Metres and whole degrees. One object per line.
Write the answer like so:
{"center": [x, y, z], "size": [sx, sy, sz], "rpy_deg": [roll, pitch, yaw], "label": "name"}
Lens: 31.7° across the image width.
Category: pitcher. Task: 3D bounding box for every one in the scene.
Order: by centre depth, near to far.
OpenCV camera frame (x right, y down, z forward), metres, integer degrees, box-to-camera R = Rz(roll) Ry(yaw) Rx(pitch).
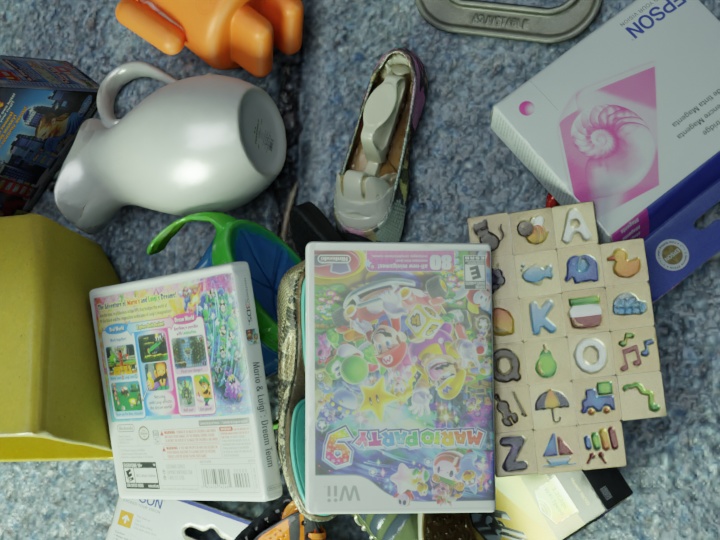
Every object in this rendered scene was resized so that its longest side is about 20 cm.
{"center": [-0.169, -0.128, 1.150], "size": [0.198, 0.121, 0.173], "rpy_deg": [-9, 65, 28], "label": "pitcher"}

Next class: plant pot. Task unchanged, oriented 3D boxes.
{"center": [-0.313, 0.061, 1.131], "size": [0.192, 0.195, 0.202], "rpy_deg": [-4, 76, 18], "label": "plant pot"}

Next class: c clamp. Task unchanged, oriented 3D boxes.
{"center": [0.125, -0.286, 1.110], "size": [0.199, 0.027, 0.172], "rpy_deg": [17, 89, 20], "label": "c clamp"}

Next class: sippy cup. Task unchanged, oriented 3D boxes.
{"center": [-0.113, 0.047, 1.100], "size": [0.130, 0.139, 0.179], "rpy_deg": [-37, 51, 21], "label": "sippy cup"}

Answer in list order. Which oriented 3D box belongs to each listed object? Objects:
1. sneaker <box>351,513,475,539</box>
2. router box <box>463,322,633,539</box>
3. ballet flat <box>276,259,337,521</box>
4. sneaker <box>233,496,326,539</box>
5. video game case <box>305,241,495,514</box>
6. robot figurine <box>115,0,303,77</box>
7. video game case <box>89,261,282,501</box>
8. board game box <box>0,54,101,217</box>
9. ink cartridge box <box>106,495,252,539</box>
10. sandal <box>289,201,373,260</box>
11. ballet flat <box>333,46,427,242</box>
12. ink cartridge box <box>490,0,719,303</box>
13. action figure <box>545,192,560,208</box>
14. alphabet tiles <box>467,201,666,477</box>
{"center": [0.028, 0.186, 1.009], "size": [0.089, 0.067, 0.202], "rpy_deg": [-25, 75, 37], "label": "sneaker"}
{"center": [0.098, 0.139, 1.024], "size": [0.157, 0.052, 0.201], "rpy_deg": [-43, 72, 32], "label": "router box"}
{"center": [-0.040, 0.093, 0.995], "size": [0.075, 0.067, 0.202], "rpy_deg": [-15, 75, 61], "label": "ballet flat"}
{"center": [-0.015, 0.237, 1.027], "size": [0.198, 0.078, 0.113], "rpy_deg": [-8, 93, -15], "label": "sneaker"}
{"center": [0.030, 0.079, 0.953], "size": [0.142, 0.018, 0.202], "rpy_deg": [0, 83, -6], "label": "video game case"}
{"center": [-0.138, -0.262, 1.149], "size": [0.200, 0.116, 0.144], "rpy_deg": [39, 102, 17], "label": "robot figurine"}
{"center": [-0.147, 0.095, 1.034], "size": [0.199, 0.024, 0.184], "rpy_deg": [-9, 89, 45], "label": "video game case"}
{"center": [-0.350, -0.118, 1.154], "size": [0.062, 0.200, 0.201], "rpy_deg": [36, 94, 18], "label": "board game box"}
{"center": [-0.144, 0.306, 1.110], "size": [0.195, 0.043, 0.202], "rpy_deg": [15, 86, 18], "label": "ink cartridge box"}
{"center": [0.000, -0.001, 1.065], "size": [0.048, 0.076, 0.201], "rpy_deg": [-19, 41, -19], "label": "sandal"}
{"center": [0.012, -0.098, 1.100], "size": [0.069, 0.071, 0.202], "rpy_deg": [12, 88, 18], "label": "ballet flat"}
{"center": [0.240, -0.109, 1.011], "size": [0.196, 0.043, 0.200], "rpy_deg": [-37, 72, -10], "label": "ink cartridge box"}
{"center": [0.142, 0.040, 1.053], "size": [0.065, 0.052, 0.201], "rpy_deg": [27, 97, 25], "label": "action figure"}
{"center": [0.140, 0.052, 0.964], "size": [0.165, 0.006, 0.202], "rpy_deg": [-8, 81, 14], "label": "alphabet tiles"}
